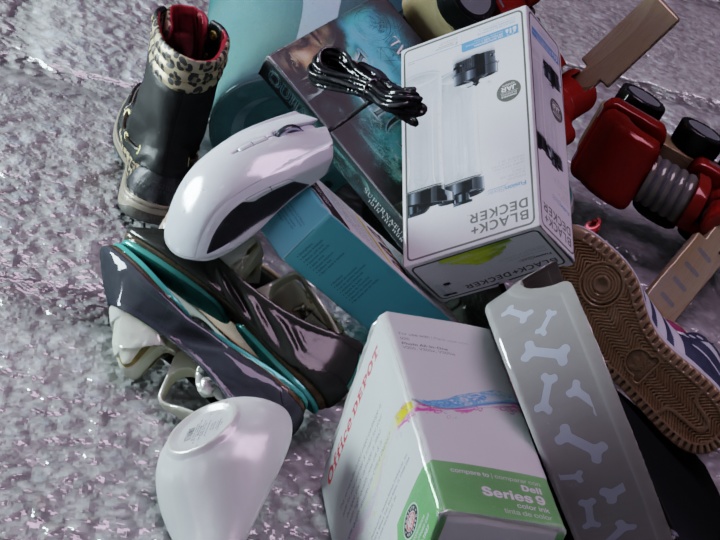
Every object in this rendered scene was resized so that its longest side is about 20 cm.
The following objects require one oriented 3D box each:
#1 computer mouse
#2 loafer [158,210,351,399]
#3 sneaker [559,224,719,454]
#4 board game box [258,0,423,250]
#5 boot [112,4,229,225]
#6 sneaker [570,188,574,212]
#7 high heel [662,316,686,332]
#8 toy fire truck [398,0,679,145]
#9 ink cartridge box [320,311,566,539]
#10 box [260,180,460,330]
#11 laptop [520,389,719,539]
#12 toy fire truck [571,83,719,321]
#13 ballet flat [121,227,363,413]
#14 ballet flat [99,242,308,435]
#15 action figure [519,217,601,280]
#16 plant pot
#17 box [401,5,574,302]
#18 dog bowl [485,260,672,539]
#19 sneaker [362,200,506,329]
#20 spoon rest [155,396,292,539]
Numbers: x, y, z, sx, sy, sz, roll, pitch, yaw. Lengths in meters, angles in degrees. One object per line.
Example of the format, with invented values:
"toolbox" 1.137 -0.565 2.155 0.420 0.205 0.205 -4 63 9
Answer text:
"computer mouse" -0.057 -0.082 1.245 0.200 0.044 0.110 -39 47 -12
"loafer" -0.077 0.023 1.326 0.199 0.063 0.072 31 32 19
"sneaker" 0.211 0.046 1.367 0.201 0.070 0.108 51 16 3
"board game box" 0.029 -0.117 1.432 0.135 0.028 0.200 -33 79 -34
"boot" -0.156 -0.146 1.470 0.072 0.152 0.201 13 30 -10
"sneaker" 0.103 -0.119 1.607 0.199 0.121 0.084 32 74 19
"high heel" 0.193 0.078 1.424 0.199 0.067 0.097 17 64 -38
"toy fire truck" 0.154 -0.196 1.522 0.199 0.128 0.177 -31 93 -39
"ink cartridge box" 0.044 0.143 1.113 0.087 0.146 0.201 9 31 -18
"box" 0.000 0.000 1.321 0.200 0.049 0.082 40 10 -44
"laptop" 0.174 0.175 1.278 0.198 0.104 0.178 -12 34 -3
"toy fire truck" 0.270 -0.055 1.604 0.175 0.129 0.200 30 21 -1
"ballet flat" -0.078 0.019 1.271 0.200 0.068 0.068 39 75 13
"ballet flat" -0.126 0.058 1.238 0.199 0.073 0.073 38 34 20
"action figure" 0.162 -0.024 1.431 0.065 0.099 0.199 39 8 34
"plant pot" -0.051 -0.172 1.551 0.198 0.201 0.189 16 44 -5
"box" 0.094 -0.088 1.347 0.060 0.116 0.202 41 41 -48
"dog bowl" 0.137 0.094 1.147 0.058 0.201 0.201 -22 35 4
"sneaker" 0.091 -0.022 1.488 0.113 0.077 0.200 -6 32 -27
"spoon rest" -0.098 0.146 1.104 0.099 0.061 0.201 -19 24 24
